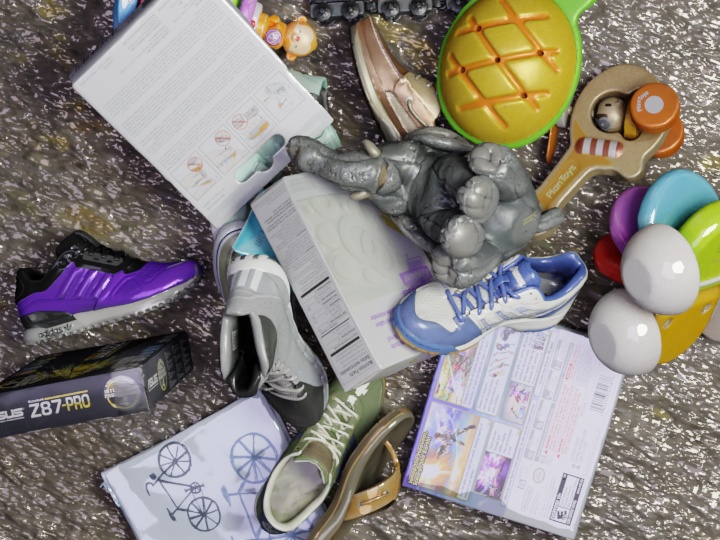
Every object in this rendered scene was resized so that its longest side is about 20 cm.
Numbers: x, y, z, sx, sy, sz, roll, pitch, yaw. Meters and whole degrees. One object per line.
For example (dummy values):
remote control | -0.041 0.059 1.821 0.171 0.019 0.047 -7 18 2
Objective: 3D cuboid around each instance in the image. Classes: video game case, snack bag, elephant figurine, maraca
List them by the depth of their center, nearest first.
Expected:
elephant figurine | 0.059 -0.081 1.409 0.199 0.156 0.142 27 66 37
maraca | 0.147 -0.213 1.434 0.136 0.107 0.202 22 97 13
video game case | 0.154 0.143 1.513 0.180 0.045 0.202 17 97 3
snack bag | -0.142 0.247 1.566 0.199 0.021 0.190 -28 93 5

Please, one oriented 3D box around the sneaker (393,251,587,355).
sneaker | 0.122 0.019 1.416 0.199 0.088 0.076 -13 64 -32

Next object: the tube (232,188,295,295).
tube | -0.037 0.010 1.486 0.200 0.078 0.050 39 136 -19

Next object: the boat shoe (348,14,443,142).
boat shoe | 0.048 -0.156 1.488 0.073 0.076 0.202 -22 101 2

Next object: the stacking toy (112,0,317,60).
stacking toy | -0.138 -0.249 1.490 0.198 0.110 0.117 17 95 -7

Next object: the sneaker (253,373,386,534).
sneaker | -0.036 0.178 1.503 0.067 0.090 0.201 35 89 -4

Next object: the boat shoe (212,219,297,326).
boat shoe | -0.090 0.047 1.494 0.071 0.062 0.201 -21 113 -5

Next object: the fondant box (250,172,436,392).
fondant box | 0.000 0.000 1.447 0.058 0.144 0.201 -33 80 38

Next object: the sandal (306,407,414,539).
sandal | 0.005 0.228 1.512 0.054 0.080 0.201 30 92 19

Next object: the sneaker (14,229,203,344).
sneaker | -0.260 0.004 1.533 0.198 0.070 0.100 -16 91 7

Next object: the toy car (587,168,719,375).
toy car | 0.288 -0.010 1.426 0.174 0.201 0.150 -16 56 -28

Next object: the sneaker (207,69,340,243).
sneaker | -0.083 -0.101 1.498 0.117 0.074 0.203 7 94 12

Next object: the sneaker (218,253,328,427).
sneaker | -0.090 0.094 1.402 0.074 0.116 0.201 -8 125 18

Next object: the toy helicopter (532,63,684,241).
toy helicopter | 0.210 -0.117 1.464 0.132 0.079 0.200 40 87 24

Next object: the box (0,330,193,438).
box | -0.260 0.109 1.477 0.160 0.200 0.050 -8 96 7

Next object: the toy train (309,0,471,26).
toy train | 0.048 -0.269 1.493 0.198 0.034 0.046 -2 85 7

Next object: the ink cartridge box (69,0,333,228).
ink cartridge box | -0.151 -0.166 1.447 0.162 0.057 0.200 -42 116 8
